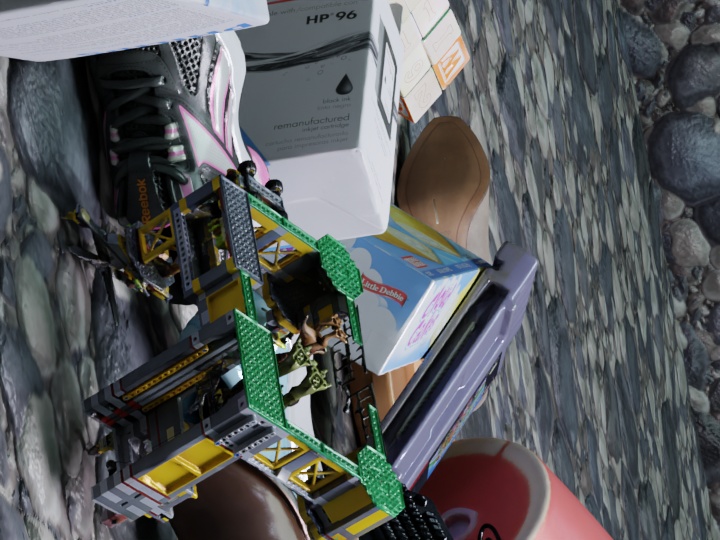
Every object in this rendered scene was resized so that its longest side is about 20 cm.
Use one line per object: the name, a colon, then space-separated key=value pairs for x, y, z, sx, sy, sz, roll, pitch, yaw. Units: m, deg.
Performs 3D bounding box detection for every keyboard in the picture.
keyboard: x=0.046 y=0.154 z=1.536 sx=0.040 sy=0.104 sz=0.200 roll=-62 pitch=-157 yaw=16

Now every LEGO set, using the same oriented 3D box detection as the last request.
LEGO set: x=-0.070 y=0.058 z=1.407 sx=0.153 sy=0.115 sz=0.201 roll=28 pitch=39 yaw=-50

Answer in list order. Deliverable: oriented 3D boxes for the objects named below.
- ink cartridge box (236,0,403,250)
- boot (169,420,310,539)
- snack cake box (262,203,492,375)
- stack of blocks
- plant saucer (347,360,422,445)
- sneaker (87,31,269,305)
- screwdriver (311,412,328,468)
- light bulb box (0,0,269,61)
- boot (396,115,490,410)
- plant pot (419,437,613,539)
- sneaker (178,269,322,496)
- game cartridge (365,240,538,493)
ink cartridge box: x=-0.040 y=-0.105 z=1.640 sx=0.201 sy=0.115 sz=0.068 roll=-85 pitch=162 yaw=-46
boot: x=-0.084 y=0.196 z=1.416 sx=0.186 sy=0.064 sz=0.200 roll=45 pitch=50 yaw=-15
snack cake box: x=0.000 y=0.000 z=1.729 sx=0.067 sy=0.115 sz=0.200 roll=-59 pitch=171 yaw=9
stack of blocks: x=-0.014 y=-0.190 z=1.781 sx=0.059 sy=0.115 sz=0.200 roll=-49 pitch=147 yaw=-15
plant saucer: x=0.026 y=0.073 z=2.003 sx=0.200 sy=0.037 sz=0.202 roll=-7 pitch=90 yaw=-76
sneaker: x=-0.098 y=-0.065 z=1.470 sx=0.087 sy=0.080 sz=0.201 roll=-69 pitch=145 yaw=-43
screwdriver: x=-0.034 y=0.087 z=1.771 sx=0.029 sy=0.028 sz=0.201 roll=56 pitch=-10 yaw=39
light bulb box: x=-0.134 y=-0.202 z=1.273 sx=0.200 sy=0.124 sz=0.200 roll=-5 pitch=87 yaw=-76
boot: x=0.070 y=0.002 z=2.187 sx=0.147 sy=0.070 sz=0.201 roll=78 pitch=14 yaw=-47
plant pot: x=0.092 y=0.221 z=1.908 sx=0.201 sy=0.199 sz=0.178 roll=-83 pitch=152 yaw=-47
sneaker: x=-0.071 y=0.095 z=1.551 sx=0.082 sy=0.074 sz=0.201 roll=-30 pitch=130 yaw=-34
game cartridge: x=0.046 y=0.087 z=1.798 sx=0.201 sy=0.038 sz=0.130 roll=-55 pitch=166 yaw=-17
